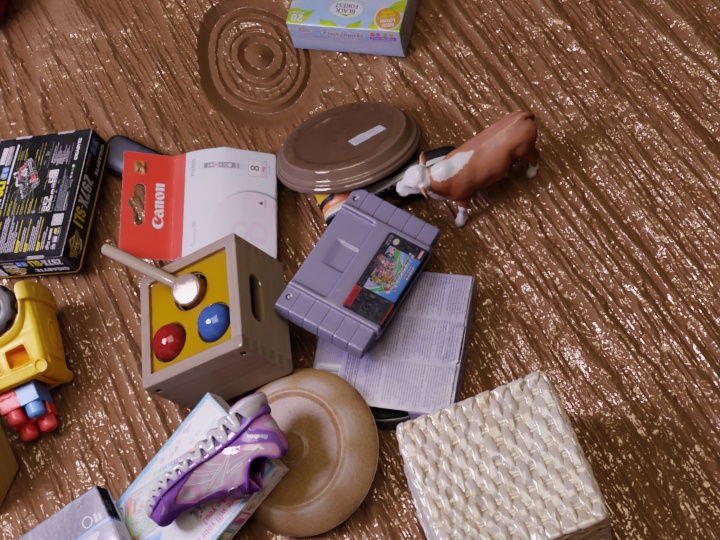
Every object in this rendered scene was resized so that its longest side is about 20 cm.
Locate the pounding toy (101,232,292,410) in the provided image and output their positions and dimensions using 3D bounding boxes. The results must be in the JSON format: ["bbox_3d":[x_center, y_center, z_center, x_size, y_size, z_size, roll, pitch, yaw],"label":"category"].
[{"bbox_3d":[-0.205,0.045,1.686,0.184,0.142,0.201,-24,56,26],"label":"pounding toy"}]

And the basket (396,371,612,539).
[{"bbox_3d":[0.159,0.250,1.521,0.197,0.161,0.201,-21,63,0],"label":"basket"}]

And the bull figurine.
[{"bbox_3d":[0.143,-0.127,1.736,0.199,0.122,0.065,-30,61,-4],"label":"bull figurine"}]

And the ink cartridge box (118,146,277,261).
[{"bbox_3d":[-0.208,-0.086,1.786,0.199,0.057,0.163,9,61,-20],"label":"ink cartridge box"}]

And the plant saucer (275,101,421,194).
[{"bbox_3d":[-0.019,-0.167,1.794,0.199,0.030,0.200,-12,34,8],"label":"plant saucer"}]

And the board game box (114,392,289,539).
[{"bbox_3d":[-0.196,0.265,1.625,0.134,0.034,0.200,43,96,27],"label":"board game box"}]

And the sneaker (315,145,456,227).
[{"bbox_3d":[0.032,-0.132,1.791,0.199,0.070,0.090,-25,64,1],"label":"sneaker"}]

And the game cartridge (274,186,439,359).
[{"bbox_3d":[0.000,0.000,1.680,0.129,0.038,0.200,25,63,15],"label":"game cartridge"}]

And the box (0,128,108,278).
[{"bbox_3d":[-0.438,-0.091,1.866,0.159,0.049,0.201,-6,62,25],"label":"box"}]

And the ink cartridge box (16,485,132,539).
[{"bbox_3d":[-0.366,0.352,1.626,0.200,0.039,0.100,-36,62,6],"label":"ink cartridge box"}]

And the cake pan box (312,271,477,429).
[{"bbox_3d":[0.040,0.094,1.687,0.183,0.052,0.201,3,64,16],"label":"cake pan box"}]

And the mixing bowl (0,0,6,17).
[{"bbox_3d":[-0.606,-0.415,2.048,0.199,0.108,0.201,-4,63,9],"label":"mixing bowl"}]

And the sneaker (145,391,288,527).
[{"bbox_3d":[-0.159,0.233,1.560,0.200,0.080,0.089,-44,82,12],"label":"sneaker"}]

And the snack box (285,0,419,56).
[{"bbox_3d":[0.001,-0.407,1.940,0.168,0.068,0.201,6,67,14],"label":"snack box"}]

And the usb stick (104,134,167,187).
[{"bbox_3d":[-0.271,-0.131,1.876,0.199,0.033,0.056,26,70,22],"label":"usb stick"}]

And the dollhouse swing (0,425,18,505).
[{"bbox_3d":[-0.559,0.250,1.675,0.199,0.182,0.176,18,52,19],"label":"dollhouse swing"}]

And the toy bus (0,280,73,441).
[{"bbox_3d":[-0.468,0.132,1.742,0.199,0.136,0.193,-22,77,2],"label":"toy bus"}]

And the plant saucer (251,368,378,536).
[{"bbox_3d":[-0.076,0.213,1.625,0.199,0.035,0.201,-6,74,22],"label":"plant saucer"}]
